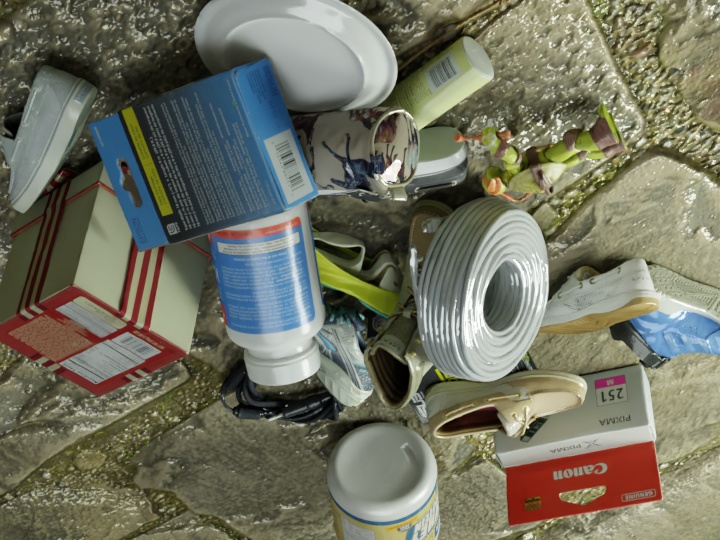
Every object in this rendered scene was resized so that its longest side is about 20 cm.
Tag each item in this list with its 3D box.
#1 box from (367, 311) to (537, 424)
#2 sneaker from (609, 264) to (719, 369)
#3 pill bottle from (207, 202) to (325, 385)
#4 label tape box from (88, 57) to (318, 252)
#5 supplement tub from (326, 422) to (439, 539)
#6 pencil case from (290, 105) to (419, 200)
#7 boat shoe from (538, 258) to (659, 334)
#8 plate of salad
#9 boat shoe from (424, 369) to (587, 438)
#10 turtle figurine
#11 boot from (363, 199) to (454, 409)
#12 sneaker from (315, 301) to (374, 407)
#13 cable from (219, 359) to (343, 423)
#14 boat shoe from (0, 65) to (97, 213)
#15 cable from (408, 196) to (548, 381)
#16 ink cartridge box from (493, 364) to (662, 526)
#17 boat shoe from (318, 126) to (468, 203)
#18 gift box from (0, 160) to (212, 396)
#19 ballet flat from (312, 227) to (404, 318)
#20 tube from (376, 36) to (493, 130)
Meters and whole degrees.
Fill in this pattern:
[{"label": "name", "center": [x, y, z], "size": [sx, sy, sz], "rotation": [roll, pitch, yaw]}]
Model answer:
[{"label": "box", "center": [0.117, 0.106, 1.868], "size": [0.160, 0.044, 0.200], "rotation": [-14, 138, 16]}, {"label": "sneaker", "center": [0.385, 0.075, 1.800], "size": [0.200, 0.077, 0.111], "rotation": [22, 130, -18]}, {"label": "pill bottle", "center": [-0.098, 0.017, 1.642], "size": [0.112, 0.112, 0.201], "rotation": [-6, 111, 7]}, {"label": "label tape box", "center": [-0.156, -0.111, 1.501], "size": [0.200, 0.063, 0.145], "rotation": [-13, 102, 37]}, {"label": "supplement tub", "center": [0.033, 0.312, 2.042], "size": [0.144, 0.145, 0.200], "rotation": [-2, 141, 4]}, {"label": "pencil case", "center": [-0.040, -0.112, 1.514], "size": [0.200, 0.090, 0.078], "rotation": [-1, 170, 35]}, {"label": "boat shoe", "center": [0.265, 0.030, 1.761], "size": [0.071, 0.070, 0.200], "rotation": [5, 164, -36]}, {"label": "plate of salad", "center": [-0.061, -0.214, 1.472], "size": [0.199, 0.048, 0.200], "rotation": [9, 150, 5]}, {"label": "boat shoe", "center": [0.178, 0.171, 1.857], "size": [0.199, 0.069, 0.074], "rotation": [-9, 140, 12]}, {"label": "turtle figurine", "center": [0.184, -0.114, 1.557], "size": [0.161, 0.065, 0.200], "rotation": [-23, 153, 17]}, {"label": "boot", "center": [0.061, 0.038, 1.676], "size": [0.072, 0.155, 0.200], "rotation": [14, 127, 26]}, {"label": "sneaker", "center": [-0.042, 0.063, 1.785], "size": [0.086, 0.078, 0.200], "rotation": [-39, 107, 18]}, {"label": "cable", "center": [-0.073, 0.140, 1.908], "size": [0.163, 0.051, 0.200], "rotation": [22, 135, -24]}, {"label": "boat shoe", "center": [-0.333, -0.138, 1.571], "size": [0.071, 0.070, 0.201], "rotation": [32, 136, -6]}, {"label": "cable", "center": [0.135, 0.020, 1.650], "size": [0.069, 0.200, 0.200], "rotation": [13, 120, 36]}, {"label": "ink cartridge box", "center": [0.266, 0.217, 1.899], "size": [0.199, 0.174, 0.044], "rotation": [-13, 139, 16]}, {"label": "boat shoe", "center": [0.017, -0.102, 1.606], "size": [0.199, 0.070, 0.066], "rotation": [-12, 138, 3]}, {"label": "gift box", "center": [-0.259, 0.001, 1.632], "size": [0.200, 0.187, 0.184], "rotation": [-22, 136, 34]}, {"label": "ballet flat", "center": [0.000, 0.000, 1.731], "size": [0.200, 0.067, 0.067], "rotation": [23, 120, -24]}, {"label": "tube", "center": [0.043, -0.160, 1.532], "size": [0.200, 0.058, 0.052], "rotation": [-33, 92, 28]}]
